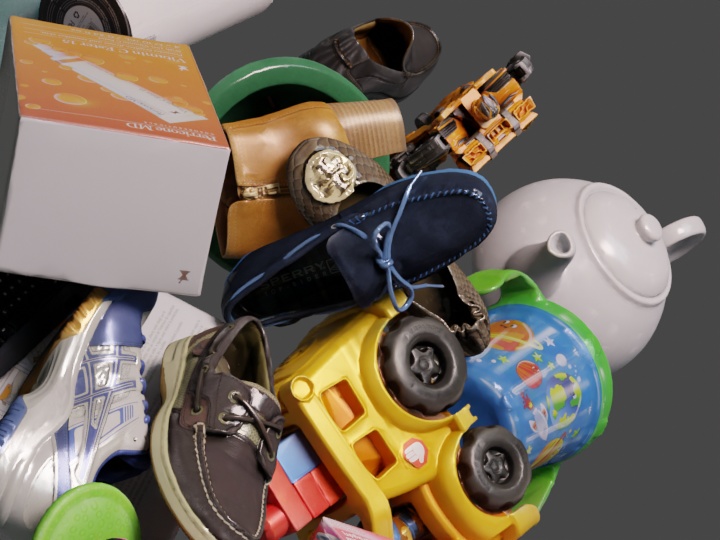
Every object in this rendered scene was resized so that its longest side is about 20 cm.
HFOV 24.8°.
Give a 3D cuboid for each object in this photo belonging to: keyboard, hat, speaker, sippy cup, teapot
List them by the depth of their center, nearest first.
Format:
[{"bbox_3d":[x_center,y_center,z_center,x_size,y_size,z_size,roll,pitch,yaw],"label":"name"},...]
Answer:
[{"bbox_3d":[-0.216,-0.015,1.032,0.104,0.040,0.200,34,36,3],"label":"keyboard"},{"bbox_3d":[-0.141,-0.199,1.187,0.081,0.081,0.200,54,36,-2],"label":"speaker"},{"bbox_3d":[0.105,0.101,1.241,0.178,0.140,0.130,54,35,8],"label":"sippy cup"},{"bbox_3d":[-0.082,-0.089,1.266,0.200,0.166,0.176,31,0,-32],"label":"hat"},{"bbox_3d":[0.206,-0.006,1.435,0.197,0.146,0.201,39,39,-22],"label":"teapot"}]

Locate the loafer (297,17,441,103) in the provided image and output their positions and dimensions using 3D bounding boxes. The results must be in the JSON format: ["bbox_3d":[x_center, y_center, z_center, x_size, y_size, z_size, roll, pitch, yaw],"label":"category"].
[{"bbox_3d":[0.024,-0.188,1.430,0.073,0.072,0.200,55,36,2],"label":"loafer"}]

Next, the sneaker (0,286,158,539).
[{"bbox_3d":[-0.157,0.082,0.962,0.088,0.075,0.200,34,50,-9],"label":"sneaker"}]

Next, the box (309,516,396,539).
[{"bbox_3d":[0.045,0.244,1.050,0.199,0.103,0.095,25,9,-38],"label":"box"}]

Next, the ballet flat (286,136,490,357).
[{"bbox_3d":[0.025,-0.014,1.134,0.067,0.046,0.200,-43,108,-10],"label":"ballet flat"}]

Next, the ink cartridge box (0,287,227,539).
[{"bbox_3d":[-0.171,0.082,1.030,0.173,0.044,0.200,27,41,-3],"label":"ink cartridge box"}]

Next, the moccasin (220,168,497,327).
[{"bbox_3d":[0.000,0.000,1.080,0.081,0.199,0.068,58,20,-16],"label":"moccasin"}]

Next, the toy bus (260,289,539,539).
[{"bbox_3d":[-0.002,0.143,1.113,0.192,0.136,0.200,-37,95,-41],"label":"toy bus"}]

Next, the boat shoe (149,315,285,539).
[{"bbox_3d":[-0.079,0.089,0.955,0.073,0.065,0.200,43,17,-30],"label":"boat shoe"}]

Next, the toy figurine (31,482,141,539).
[{"bbox_3d":[-0.072,0.218,0.851,0.150,0.183,0.201,-27,115,-49],"label":"toy figurine"}]

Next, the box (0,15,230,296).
[{"bbox_3d":[-0.162,-0.075,1.013,0.124,0.098,0.200,8,23,-18],"label":"box"}]

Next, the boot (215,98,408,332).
[{"bbox_3d":[-0.031,-0.021,1.176,0.143,0.071,0.202,-14,107,-18],"label":"boot"}]

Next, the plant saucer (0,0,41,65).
[{"bbox_3d":[-0.183,-0.145,1.195,0.199,0.036,0.201,29,44,-32],"label":"plant saucer"}]

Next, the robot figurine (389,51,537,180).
[{"bbox_3d":[0.075,-0.106,1.301,0.145,0.200,0.058,-43,97,-16],"label":"robot figurine"}]
